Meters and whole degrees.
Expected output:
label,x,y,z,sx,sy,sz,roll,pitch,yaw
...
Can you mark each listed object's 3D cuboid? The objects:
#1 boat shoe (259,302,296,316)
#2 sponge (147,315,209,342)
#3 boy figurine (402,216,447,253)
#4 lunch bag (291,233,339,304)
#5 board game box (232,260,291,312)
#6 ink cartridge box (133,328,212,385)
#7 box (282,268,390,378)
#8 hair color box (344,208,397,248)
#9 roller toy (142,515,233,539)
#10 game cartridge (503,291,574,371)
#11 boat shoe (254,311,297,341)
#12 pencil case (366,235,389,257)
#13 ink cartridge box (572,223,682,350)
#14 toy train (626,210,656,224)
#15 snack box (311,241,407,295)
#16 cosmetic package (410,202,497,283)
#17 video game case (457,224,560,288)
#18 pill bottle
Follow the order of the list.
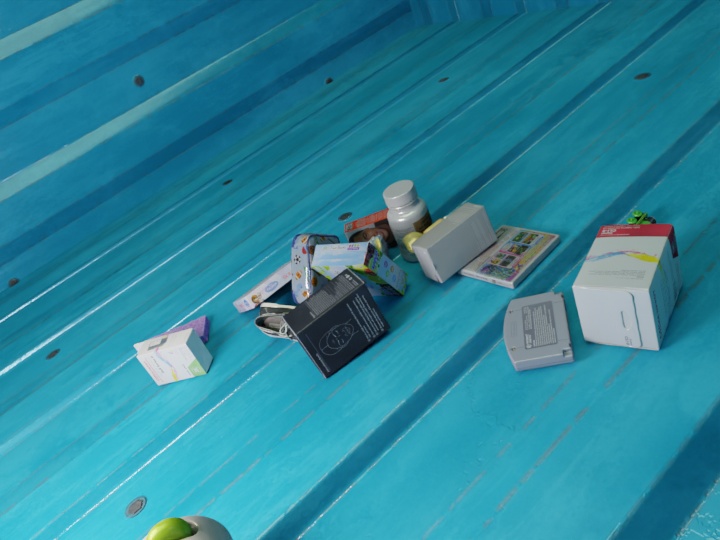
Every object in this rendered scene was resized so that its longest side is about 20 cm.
label,x,y,z,sx,sy,sz,roll,pitch,yaw
boat shoe,-0.189,0.128,1.697,0.197,0.072,0.069,2,77,29
sponge,-0.541,0.207,1.856,0.197,0.030,0.112,-24,30,4
boy figurine,0.197,-0.082,1.657,0.198,0.126,0.065,-21,49,-27
lunch bag,-0.113,0.003,1.679,0.075,0.204,0.159,0,0,35
board game box,-0.263,0.042,1.817,0.199,0.041,0.199,-39,7,-21
ink cartridge box,-0.516,0.239,1.698,0.197,0.118,0.068,-15,33,17
box,-0.056,0.123,1.484,0.199,0.150,0.107,-36,30,-10
hair color box,0.062,-0.115,1.835,0.197,0.102,0.062,-20,30,12
roller toy,-0.277,0.514,1.020,0.184,0.199,0.140,-58,32,2
game cartridge,0.362,0.124,1.295,0.131,0.041,0.201,-10,33,19
boat shoe,-0.181,0.138,1.612,0.196,0.068,0.075,7,75,27
pencil case,-0.015,-0.030,1.769,0.197,0.092,0.084,-18,30,15
ink cartridge box,0.517,0.028,1.214,0.143,0.147,0.200,2,39,39
toy train,0.601,-0.068,1.413,0.056,0.042,0.200,22,54,40
snack box,0.000,0.000,1.598,0.166,0.200,0.069,-1,65,35
cosmetic package,0.236,-0.072,1.585,0.199,0.108,0.090,-33,24,-13
video game case,0.365,-0.039,1.562,0.199,0.024,0.181,-40,33,-25
pill bottle,0.135,-0.136,1.710,0.113,0.202,0.115,-18,30,11
